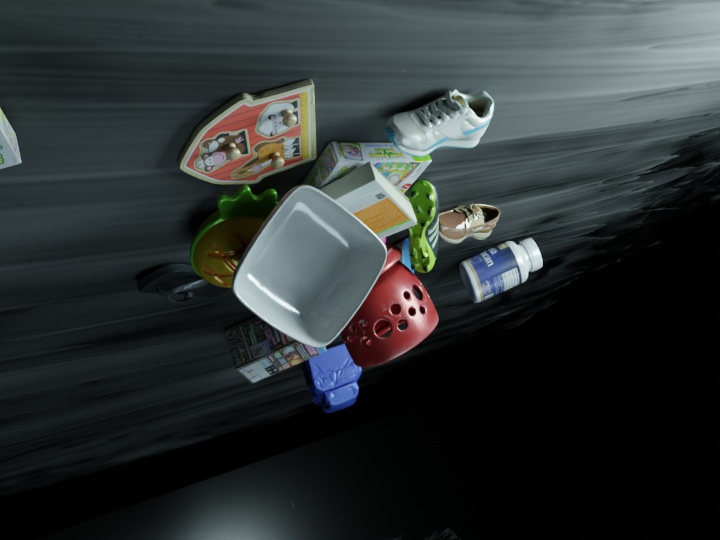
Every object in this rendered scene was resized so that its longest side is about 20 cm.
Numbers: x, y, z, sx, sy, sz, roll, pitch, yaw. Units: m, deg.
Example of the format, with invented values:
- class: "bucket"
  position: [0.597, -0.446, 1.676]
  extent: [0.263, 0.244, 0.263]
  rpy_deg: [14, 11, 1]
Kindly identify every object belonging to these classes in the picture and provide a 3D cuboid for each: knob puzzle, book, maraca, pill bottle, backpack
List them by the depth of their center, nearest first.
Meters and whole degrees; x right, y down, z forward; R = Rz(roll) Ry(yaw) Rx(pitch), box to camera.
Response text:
- class: "knob puzzle"
  position: [-0.150, -0.166, 0.956]
  extent: [0.214, 0.031, 0.221]
  rpy_deg: [-21, 160, -8]
- class: "maraca"
  position: [-0.189, -0.052, 1.083]
  extent: [0.134, 0.109, 0.202]
  rpy_deg: [1, 137, -35]
- class: "book"
  position: [0.000, -0.097, 1.151]
  extent: [0.131, 0.049, 0.199]
  rpy_deg: [-25, 159, 15]
- class: "pill bottle"
  position: [0.360, -0.006, 1.794]
  extent: [0.195, 0.113, 0.111]
  rpy_deg: [-23, 160, -3]
- class: "backpack"
  position: [-0.083, 0.316, 2.006]
  extent: [0.158, 0.172, 0.201]
  rpy_deg: [-11, 161, -13]

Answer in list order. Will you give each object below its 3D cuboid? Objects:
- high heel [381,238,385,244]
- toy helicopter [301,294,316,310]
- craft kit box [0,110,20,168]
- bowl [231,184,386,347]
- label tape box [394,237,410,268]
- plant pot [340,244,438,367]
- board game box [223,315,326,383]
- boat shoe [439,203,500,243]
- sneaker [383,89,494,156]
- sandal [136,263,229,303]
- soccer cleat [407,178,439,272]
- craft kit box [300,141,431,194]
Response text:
- class: "high heel"
  position: [0.000, 0.000, 1.244]
  extent: [0.095, 0.068, 0.200]
  rpy_deg: [4, -135, 52]
- class: "toy helicopter"
  position: [-0.106, 0.015, 1.202]
  extent: [0.131, 0.201, 0.079]
  rpy_deg: [-36, 117, 11]
- class: "craft kit box"
  position: [-0.446, -0.143, 0.645]
  extent: [0.193, 0.049, 0.201]
  rpy_deg: [-22, 160, -15]
- class: "bowl"
  position: [-0.081, -0.009, 1.052]
  extent: [0.198, 0.075, 0.202]
  rpy_deg: [35, 91, -26]
- class: "label tape box"
  position: [0.067, 0.005, 1.563]
  extent: [0.196, 0.065, 0.144]
  rpy_deg: [-27, 160, 7]
- class: "plant pot"
  position: [0.033, 0.064, 1.405]
  extent: [0.197, 0.186, 0.201]
  rpy_deg: [-29, -171, 5]
- class: "board game box"
  position: [-0.191, 0.161, 1.602]
  extent: [0.195, 0.099, 0.160]
  rpy_deg: [-23, 160, -3]
- class: "boat shoe"
  position: [0.220, -0.109, 1.460]
  extent: [0.197, 0.077, 0.072]
  rpy_deg: [-11, 150, -46]
- class: "sneaker"
  position: [0.118, -0.229, 1.057]
  extent: [0.196, 0.077, 0.082]
  rpy_deg: [-17, 151, -36]
- class: "sandal"
  position: [-0.300, 0.028, 1.238]
  extent: [0.075, 0.044, 0.198]
  rpy_deg: [-36, 157, 29]
- class: "soccer cleat"
  position: [0.122, -0.092, 1.345]
  extent: [0.082, 0.066, 0.205]
  rpy_deg: [-56, 151, -48]
- class: "craft kit box"
  position: [-0.009, -0.137, 1.169]
  extent: [0.193, 0.050, 0.200]
  rpy_deg: [-5, 152, -35]
